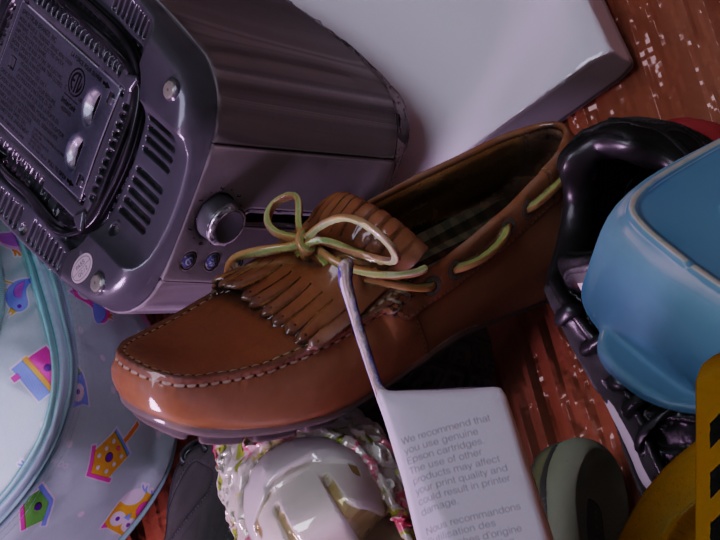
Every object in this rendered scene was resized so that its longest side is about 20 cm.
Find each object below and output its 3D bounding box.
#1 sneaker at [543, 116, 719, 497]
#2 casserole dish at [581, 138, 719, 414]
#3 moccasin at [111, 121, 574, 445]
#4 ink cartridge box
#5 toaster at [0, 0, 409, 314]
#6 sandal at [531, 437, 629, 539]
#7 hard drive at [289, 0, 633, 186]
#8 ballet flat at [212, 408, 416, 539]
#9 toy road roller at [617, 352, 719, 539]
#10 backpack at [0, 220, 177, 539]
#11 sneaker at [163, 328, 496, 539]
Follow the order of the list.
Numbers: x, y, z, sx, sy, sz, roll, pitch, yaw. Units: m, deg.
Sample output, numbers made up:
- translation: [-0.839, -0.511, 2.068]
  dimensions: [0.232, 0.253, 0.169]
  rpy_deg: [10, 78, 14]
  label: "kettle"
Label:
- translation: [0.110, 0.033, 0.921]
  dimensions: [0.071, 0.098, 0.202]
  rpy_deg: [-21, 66, 28]
  label: "sneaker"
- translation: [0.162, -0.018, 0.854]
  dimensions: [0.121, 0.199, 0.039]
  rpy_deg: [40, 146, 44]
  label: "casserole dish"
- translation: [0.001, 0.001, 0.937]
  dimensions: [0.074, 0.200, 0.078]
  rpy_deg: [37, 140, 48]
  label: "moccasin"
- translation: [0.048, 0.121, 0.764]
  dimensions: [0.040, 0.200, 0.201]
  rpy_deg: [-17, 58, 1]
  label: "ink cartridge box"
- translation: [-0.075, -0.059, 1.039]
  dimensions: [0.200, 0.129, 0.114]
  rpy_deg: [39, 113, 44]
  label: "toaster"
- translation: [0.097, 0.151, 0.914]
  dimensions: [0.057, 0.080, 0.202]
  rpy_deg: [-13, 69, 18]
  label: "sandal"
- translation: [0.019, -0.128, 1.079]
  dimensions: [0.132, 0.026, 0.201]
  rpy_deg: [-35, 59, 24]
  label: "hard drive"
- translation: [0.002, 0.111, 0.910]
  dimensions: [0.075, 0.064, 0.201]
  rpy_deg: [-31, 63, 1]
  label: "ballet flat"
- translation: [0.139, 0.054, 0.742]
  dimensions: [0.146, 0.122, 0.201]
  rpy_deg: [-32, 45, 47]
  label: "toy road roller"
- translation: [-0.176, 0.043, 1.099]
  dimensions: [0.176, 0.153, 0.201]
  rpy_deg: [-40, 61, 14]
  label: "backpack"
- translation: [-0.029, 0.081, 1.028]
  dimensions: [0.200, 0.076, 0.091]
  rpy_deg: [-51, 48, 11]
  label: "sneaker"
